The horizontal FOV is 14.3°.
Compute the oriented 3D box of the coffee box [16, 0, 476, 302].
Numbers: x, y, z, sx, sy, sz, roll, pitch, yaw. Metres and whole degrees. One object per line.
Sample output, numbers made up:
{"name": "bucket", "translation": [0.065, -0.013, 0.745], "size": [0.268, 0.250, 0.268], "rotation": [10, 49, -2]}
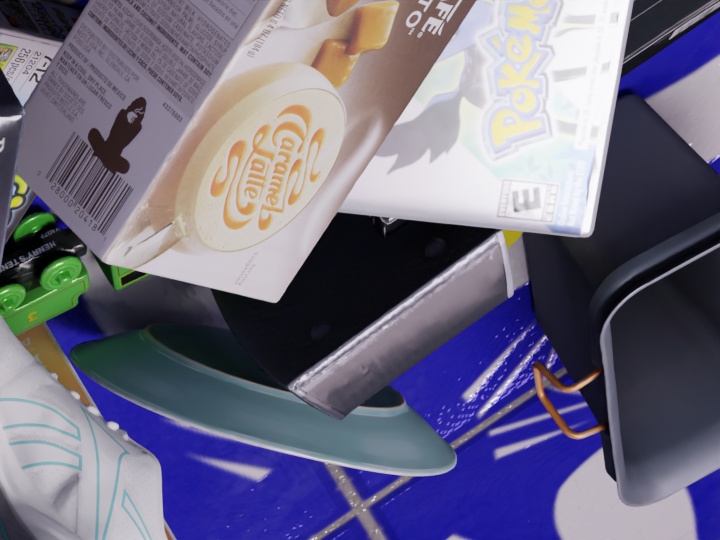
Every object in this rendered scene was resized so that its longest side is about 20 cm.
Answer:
{"name": "coffee box", "translation": [-0.035, -0.096, 1.119], "size": [0.114, 0.080, 0.201], "rotation": [15, 113, -55]}

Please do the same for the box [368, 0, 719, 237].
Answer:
{"name": "box", "translation": [0.054, -0.130, 1.308], "size": [0.199, 0.142, 0.079], "rotation": [-33, 178, -3]}

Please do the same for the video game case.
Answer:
{"name": "video game case", "translation": [0.024, -0.118, 1.196], "size": [0.181, 0.022, 0.201], "rotation": [6, 110, -8]}

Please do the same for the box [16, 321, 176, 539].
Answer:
{"name": "box", "translation": [-0.181, 0.140, 1.379], "size": [0.152, 0.200, 0.107], "rotation": [-23, 142, -19]}

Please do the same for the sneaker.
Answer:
{"name": "sneaker", "translation": [-0.140, 0.089, 1.304], "size": [0.080, 0.201, 0.070], "rotation": [-17, 158, -32]}

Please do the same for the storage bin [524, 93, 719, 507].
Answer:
{"name": "storage bin", "translation": [0.147, 0.013, 1.563], "size": [0.145, 0.135, 0.201], "rotation": [-28, 143, -11]}

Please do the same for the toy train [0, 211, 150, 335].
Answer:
{"name": "toy train", "translation": [-0.105, -0.022, 1.398], "size": [0.199, 0.042, 0.057], "rotation": [-26, 153, -14]}

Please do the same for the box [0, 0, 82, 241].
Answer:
{"name": "box", "translation": [-0.203, -0.039, 1.301], "size": [0.110, 0.035, 0.200], "rotation": [9, 125, -45]}

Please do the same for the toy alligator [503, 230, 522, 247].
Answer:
{"name": "toy alligator", "translation": [0.064, -0.069, 1.454], "size": [0.054, 0.059, 0.201], "rotation": [-27, 149, -43]}

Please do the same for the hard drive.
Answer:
{"name": "hard drive", "translation": [0.000, 0.000, 1.379], "size": [0.135, 0.200, 0.042], "rotation": [-36, 112, -2]}

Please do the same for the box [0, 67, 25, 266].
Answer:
{"name": "box", "translation": [-0.246, -0.005, 1.084], "size": [0.197, 0.123, 0.201], "rotation": [-9, 133, -27]}

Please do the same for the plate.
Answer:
{"name": "plate", "translation": [-0.045, 0.057, 1.420], "size": [0.199, 0.200, 0.026], "rotation": [10, 99, -45]}
